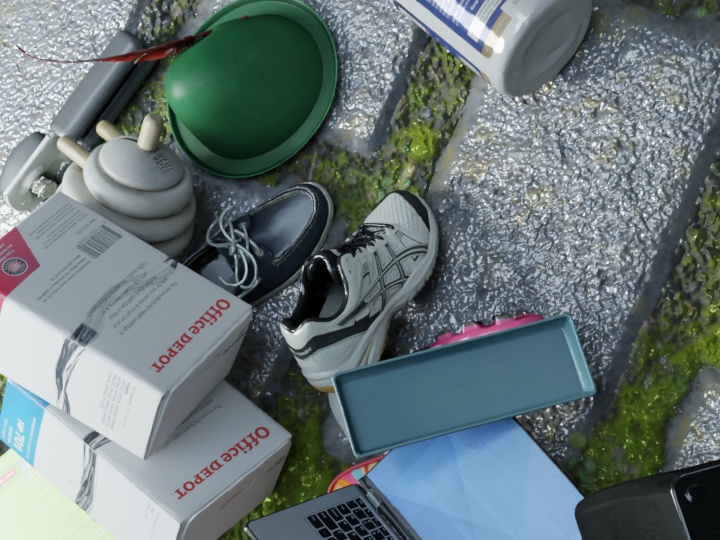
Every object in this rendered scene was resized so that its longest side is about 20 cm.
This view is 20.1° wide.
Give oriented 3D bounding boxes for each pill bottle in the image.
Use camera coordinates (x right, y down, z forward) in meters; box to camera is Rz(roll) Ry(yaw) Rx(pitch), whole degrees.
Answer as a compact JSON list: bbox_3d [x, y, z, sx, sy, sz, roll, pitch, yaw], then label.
[{"bbox_3d":[0.088,-0.244,1.698,0.200,0.111,0.111,43,97,25],"label":"pill bottle"}]

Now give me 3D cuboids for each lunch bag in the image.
[{"bbox_3d":[0.076,0.231,1.616,0.176,0.082,0.201,-21,70,18],"label":"lunch bag"}]

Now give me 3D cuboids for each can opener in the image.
[{"bbox_3d":[-0.267,-0.138,1.866,0.066,0.053,0.200,44,98,26],"label":"can opener"}]

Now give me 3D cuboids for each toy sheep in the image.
[{"bbox_3d":[-0.207,-0.055,1.771,0.138,0.138,0.201,41,134,26],"label":"toy sheep"}]

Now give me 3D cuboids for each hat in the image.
[{"bbox_3d":[-0.141,-0.176,1.748,0.200,0.176,0.166,-41,64,11],"label":"hat"}]

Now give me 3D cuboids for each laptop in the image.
[{"bbox_3d":[0.055,0.201,1.533,0.187,0.200,0.116,48,128,25],"label":"laptop"}]

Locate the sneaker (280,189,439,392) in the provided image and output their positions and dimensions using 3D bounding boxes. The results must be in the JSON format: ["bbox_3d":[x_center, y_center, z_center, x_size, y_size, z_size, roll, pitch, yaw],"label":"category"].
[{"bbox_3d":[0.000,0.000,1.664,0.075,0.088,0.201,-4,48,37],"label":"sneaker"}]

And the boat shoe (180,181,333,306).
[{"bbox_3d":[-0.110,-0.007,1.762,0.200,0.062,0.075,-36,68,14],"label":"boat shoe"}]

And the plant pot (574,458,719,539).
[{"bbox_3d":[0.285,0.214,1.435,0.199,0.178,0.200,-13,72,-8],"label":"plant pot"}]

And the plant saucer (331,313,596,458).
[{"bbox_3d":[0.081,0.091,1.582,0.199,0.019,0.070,-14,73,-12],"label":"plant saucer"}]

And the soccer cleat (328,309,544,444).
[{"bbox_3d":[0.069,0.094,1.665,0.199,0.070,0.087,-19,86,23],"label":"soccer cleat"}]

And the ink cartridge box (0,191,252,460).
[{"bbox_3d":[-0.211,0.043,1.654,0.199,0.145,0.085,30,130,11],"label":"ink cartridge box"}]

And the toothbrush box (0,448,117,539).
[{"bbox_3d":[-0.250,0.248,1.756,0.145,0.086,0.200,-38,65,12],"label":"toothbrush box"}]

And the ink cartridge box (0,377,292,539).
[{"bbox_3d":[-0.180,0.138,1.695,0.200,0.146,0.086,38,135,17],"label":"ink cartridge box"}]
